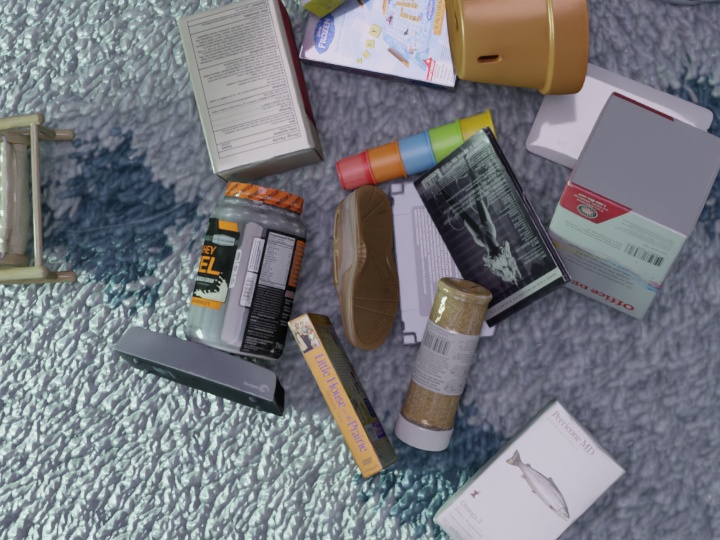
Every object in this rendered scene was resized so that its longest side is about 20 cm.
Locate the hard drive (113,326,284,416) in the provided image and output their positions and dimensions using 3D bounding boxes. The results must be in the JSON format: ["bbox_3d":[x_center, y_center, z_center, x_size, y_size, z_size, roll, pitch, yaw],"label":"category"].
[{"bbox_3d":[-0.188,0.121,1.680,0.199,0.135,0.042,17,77,7],"label":"hard drive"}]

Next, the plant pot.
[{"bbox_3d":[0.177,-0.298,1.632,0.139,0.200,0.201,-8,85,-2],"label":"plant pot"}]

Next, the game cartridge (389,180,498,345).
[{"bbox_3d":[0.108,-0.013,1.707,0.133,0.042,0.201,-4,85,1],"label":"game cartridge"}]

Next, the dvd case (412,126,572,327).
[{"bbox_3d":[0.151,-0.048,1.630,0.016,0.149,0.201,-21,81,-39],"label":"dvd case"}]

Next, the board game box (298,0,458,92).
[{"bbox_3d":[0.041,-0.338,1.737,0.199,0.041,0.201,12,87,7],"label":"board game box"}]

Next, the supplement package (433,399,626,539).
[{"bbox_3d":[0.196,0.259,1.634,0.200,0.117,0.117,-45,82,1],"label":"supplement package"}]

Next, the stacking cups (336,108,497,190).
[{"bbox_3d":[0.069,-0.147,1.715,0.199,0.061,0.061,-13,84,8],"label":"stacking cups"}]

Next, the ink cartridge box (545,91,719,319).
[{"bbox_3d":[0.303,-0.069,1.591,0.145,0.200,0.145,25,61,7],"label":"ink cartridge box"}]

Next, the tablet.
[{"bbox_3d":[0.316,-0.171,1.709,0.199,0.014,0.131,23,88,7],"label":"tablet"}]

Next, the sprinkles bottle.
[{"bbox_3d":[0.098,0.111,1.655,0.068,0.068,0.201,17,104,7],"label":"sprinkles bottle"}]

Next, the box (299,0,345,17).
[{"bbox_3d":[-0.068,-0.415,1.718,0.075,0.050,0.201,-33,66,21],"label":"box"}]

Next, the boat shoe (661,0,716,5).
[{"bbox_3d":[0.439,-0.362,1.681,0.199,0.071,0.072,1,86,7],"label":"boat shoe"}]

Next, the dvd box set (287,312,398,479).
[{"bbox_3d":[-0.018,0.146,1.652,0.029,0.146,0.201,-27,84,5],"label":"dvd box set"}]

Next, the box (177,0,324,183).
[{"bbox_3d":[-0.132,-0.220,1.712,0.127,0.109,0.201,-14,84,5],"label":"box"}]

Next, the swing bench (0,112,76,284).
[{"bbox_3d":[-0.465,-0.081,1.726,0.199,0.130,0.200,-3,85,6],"label":"swing bench"}]

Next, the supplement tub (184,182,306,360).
[{"bbox_3d":[-0.135,0.001,1.688,0.122,0.123,0.201,11,86,7],"label":"supplement tub"}]

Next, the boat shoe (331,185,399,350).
[{"bbox_3d":[0.000,0.000,1.702,0.074,0.069,0.201,10,76,-33],"label":"boat shoe"}]
